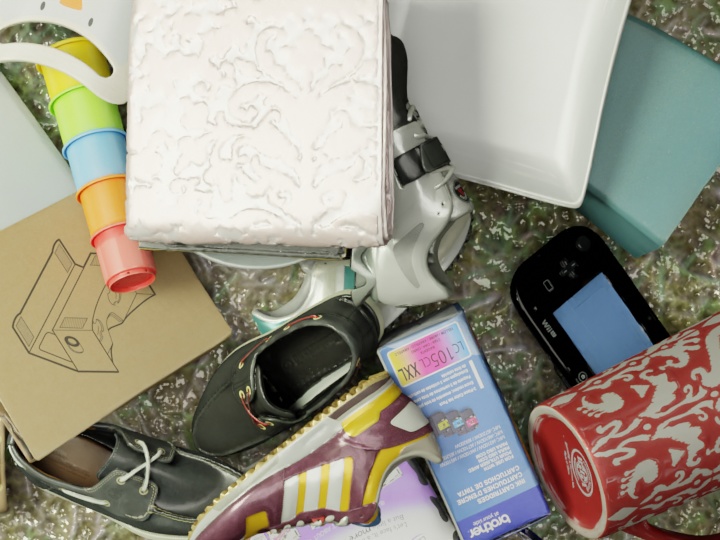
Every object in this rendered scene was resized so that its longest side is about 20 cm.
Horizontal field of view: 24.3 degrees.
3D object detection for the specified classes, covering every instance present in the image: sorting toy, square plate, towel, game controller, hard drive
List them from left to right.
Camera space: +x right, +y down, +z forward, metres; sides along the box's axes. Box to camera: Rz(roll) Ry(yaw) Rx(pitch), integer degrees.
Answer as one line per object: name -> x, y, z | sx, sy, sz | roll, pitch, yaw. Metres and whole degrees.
hard drive -> -0.286, -0.058, 1.305 | 0.132, 0.027, 0.200 | -37, 93, -36
sorting toy -> -0.210, -0.225, 1.285 | 0.199, 0.107, 0.181 | 18, 77, -3
towel -> -0.072, -0.113, 1.183 | 0.199, 0.032, 0.192 | 1, 91, 19
square plate -> 0.094, -0.166, 1.242 | 0.197, 0.028, 0.201 | 15, 96, 14
game controller -> 0.202, 0.064, 1.346 | 0.104, 0.042, 0.200 | -37, 92, -37

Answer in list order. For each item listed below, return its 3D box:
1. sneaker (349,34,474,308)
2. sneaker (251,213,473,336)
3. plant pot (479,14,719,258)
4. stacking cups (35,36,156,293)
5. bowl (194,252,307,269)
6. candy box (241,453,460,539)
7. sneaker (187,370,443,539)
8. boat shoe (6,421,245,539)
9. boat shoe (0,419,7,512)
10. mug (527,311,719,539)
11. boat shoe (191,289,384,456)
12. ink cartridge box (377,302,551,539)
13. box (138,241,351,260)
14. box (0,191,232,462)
sneaker -> 0.041, -0.072, 1.213 | 0.088, 0.074, 0.201 | 3, 105, 15
sneaker -> 0.000, 0.000, 1.330 | 0.200, 0.070, 0.093 | -44, 97, 1
plant pot -> 0.185, -0.129, 1.311 | 0.200, 0.141, 0.142 | 36, 88, 2
stacking cups -> -0.196, -0.081, 1.295 | 0.060, 0.061, 0.201 | -19, 73, -3
bowl -> -0.079, -0.102, 1.316 | 0.200, 0.090, 0.202 | 0, 91, -4
candy box -> -0.008, 0.226, 1.331 | 0.167, 0.072, 0.201 | -30, 91, -3
sneaker -> -0.034, 0.165, 1.213 | 0.200, 0.075, 0.090 | -39, 87, 4
boat shoe -> -0.173, 0.157, 1.273 | 0.199, 0.068, 0.072 | 14, 66, 10
boat shoe -> -0.293, 0.095, 1.320 | 0.069, 0.074, 0.201 | 9, 88, -18
mug -> 0.247, 0.134, 1.263 | 0.199, 0.133, 0.178 | -21, 80, -20
boat shoe -> -0.068, 0.087, 1.293 | 0.201, 0.063, 0.074 | -37, 94, 31
ink cartridge box -> 0.085, 0.133, 1.304 | 0.076, 0.136, 0.201 | -22, 92, 3
box -> -0.079, -0.110, 1.232 | 0.159, 0.049, 0.201 | 4, 91, 9
box -> -0.215, 0.030, 1.283 | 0.200, 0.021, 0.164 | -32, 88, -36
